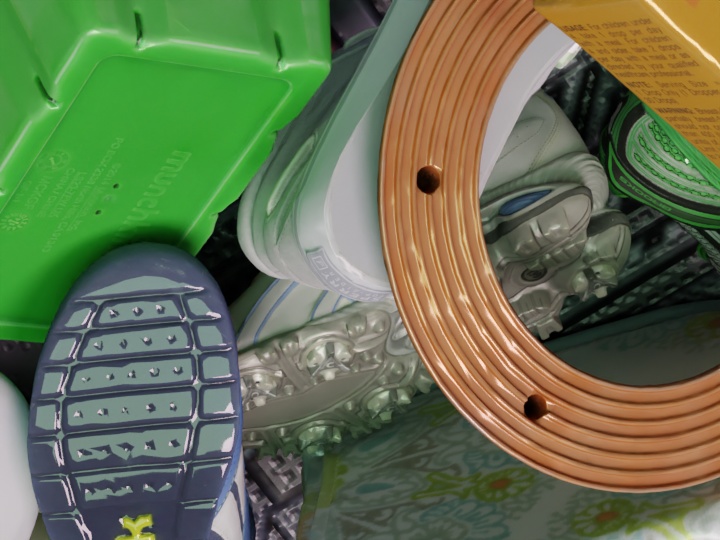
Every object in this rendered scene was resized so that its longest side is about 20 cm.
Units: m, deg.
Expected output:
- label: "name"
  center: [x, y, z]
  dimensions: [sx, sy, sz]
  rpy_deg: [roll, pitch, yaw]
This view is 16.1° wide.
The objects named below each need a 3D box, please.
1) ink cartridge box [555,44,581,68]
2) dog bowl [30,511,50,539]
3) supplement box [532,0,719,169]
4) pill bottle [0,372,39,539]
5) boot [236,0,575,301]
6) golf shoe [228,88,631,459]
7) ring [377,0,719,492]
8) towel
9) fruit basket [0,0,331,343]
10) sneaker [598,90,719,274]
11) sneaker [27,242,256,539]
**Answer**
- label: "ink cartridge box"
  center: [0.072, -0.189, 0.875]
  dimensions: [0.145, 0.048, 0.200]
  rpy_deg: [34, 109, -11]
- label: "dog bowl"
  center: [-0.138, 0.152, 1.022]
  dimensions: [0.200, 0.074, 0.200]
  rpy_deg: [1, 113, 3]
- label: "supplement box"
  center: [0.153, -0.052, 0.814]
  dimensions: [0.200, 0.069, 0.067]
  rpy_deg: [37, 79, -21]
- label: "pill bottle"
  center: [-0.214, 0.053, 0.921]
  dimensions: [0.200, 0.109, 0.109]
  rpy_deg: [23, 121, 39]
- label: "boot"
  center: [0.025, -0.081, 0.861]
  dimensions: [0.074, 0.096, 0.200]
  rpy_deg: [40, 76, -23]
- label: "golf shoe"
  center: [0.000, 0.000, 0.948]
  dimensions: [0.200, 0.097, 0.078]
  rpy_deg: [-27, 147, 13]
- label: "ring"
  center: [0.093, -0.028, 0.833]
  dimensions: [0.200, 0.019, 0.201]
  rpy_deg: [-1, 93, -25]
- label: "towel"
  center: [0.069, 0.082, 0.925]
  dimensions: [0.200, 0.171, 0.048]
  rpy_deg: [-17, 113, 10]
- label: "fruit basket"
  center: [-0.118, -0.101, 0.886]
  dimensions: [0.155, 0.216, 0.216]
  rpy_deg: [6, 118, -34]
- label: "sneaker"
  center: [0.178, -0.022, 0.938]
  dimensions: [0.200, 0.078, 0.085]
  rpy_deg: [31, 148, -17]
- label: "sneaker"
  center: [-0.074, 0.077, 0.901]
  dimensions: [0.074, 0.082, 0.200]
  rpy_deg: [1, 115, 2]
